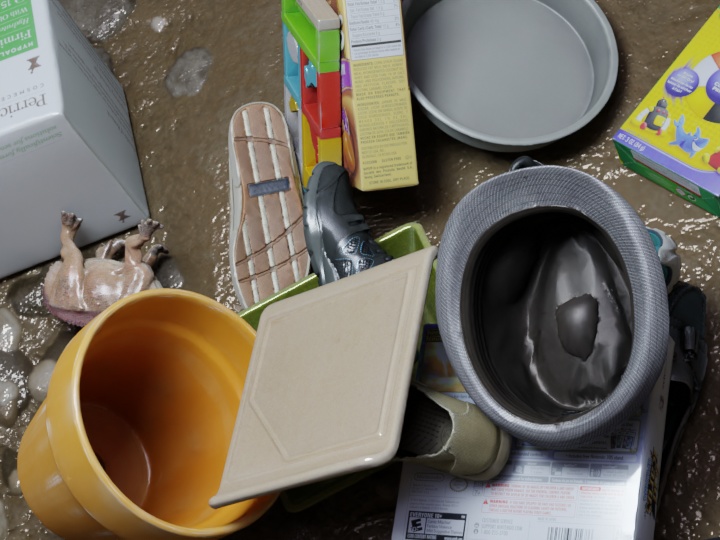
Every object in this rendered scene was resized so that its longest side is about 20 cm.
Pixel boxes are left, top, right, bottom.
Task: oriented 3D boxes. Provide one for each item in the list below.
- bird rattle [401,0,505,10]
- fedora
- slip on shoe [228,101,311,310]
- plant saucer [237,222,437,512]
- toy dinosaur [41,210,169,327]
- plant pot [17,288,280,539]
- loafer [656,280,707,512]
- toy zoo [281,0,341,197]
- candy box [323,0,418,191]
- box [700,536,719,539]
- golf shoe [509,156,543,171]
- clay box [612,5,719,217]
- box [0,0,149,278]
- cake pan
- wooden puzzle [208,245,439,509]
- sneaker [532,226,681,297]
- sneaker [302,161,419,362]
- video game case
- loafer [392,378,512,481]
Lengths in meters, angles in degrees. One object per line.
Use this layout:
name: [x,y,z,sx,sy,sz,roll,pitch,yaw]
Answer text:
bird rattle: [0.054,-0.251,1.690,0.162,0.113,0.201,9,67,7]
fedora: [0.149,0.027,1.341,0.176,0.090,0.201,-18,81,26]
slip on shoe: [-0.085,-0.048,1.651,0.076,0.061,0.201,-8,76,-5]
plant saucer: [0.003,0.086,1.542,0.199,0.048,0.200,-28,55,5]
toy dinosaur: [-0.231,0.027,1.652,0.199,0.086,0.136,8,71,31]
plant pot: [-0.183,0.140,1.490,0.183,0.199,0.201,-32,44,48]
loafer: [0.234,0.103,1.419,0.063,0.072,0.201,2,67,56]
toy zoo: [-0.043,-0.149,1.623,0.020,0.201,0.131,-8,29,-14]
candy box: [0.001,-0.174,1.589,0.056,0.117,0.201,-7,99,-14]
box: [0.193,0.276,1.294,0.199,0.142,0.079,-12,17,15]
golf shoe: [0.172,-0.006,1.503,0.072,0.092,0.200,-33,56,0]
clay box: [0.318,-0.151,1.554,0.115,0.048,0.200,32,78,32]
box: [-0.330,-0.123,1.702,0.198,0.200,0.172,-20,58,8]
cake pan: [0.125,-0.186,1.615,0.199,0.037,0.201,3,62,-6]
wooden puzzle: [-0.023,0.085,1.394,0.184,0.037,0.201,-20,42,40]
sneaker: [0.149,0.007,1.436,0.199,0.080,0.078,-18,86,31]
sneaker: [0.000,0.000,1.528,0.081,0.073,0.201,-12,68,8]
video game case: [0.131,0.132,1.399,0.199,0.045,0.182,-1,70,29]
loafer: [0.020,0.110,1.401,0.199,0.067,0.077,4,72,34]
